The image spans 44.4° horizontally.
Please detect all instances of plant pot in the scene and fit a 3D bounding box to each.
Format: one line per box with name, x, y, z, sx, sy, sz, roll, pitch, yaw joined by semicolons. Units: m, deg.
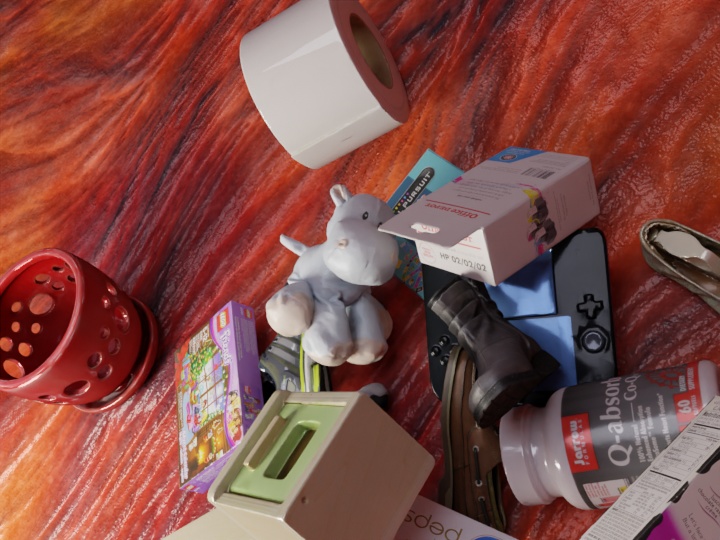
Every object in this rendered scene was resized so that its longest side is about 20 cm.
plant pot;-0.392;0.094;1.215;0.200;0.182;0.201;-15;59;27

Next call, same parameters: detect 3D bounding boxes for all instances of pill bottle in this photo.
pill bottle;0.239;0.157;0.813;0.199;0.116;0.116;-16;59;26

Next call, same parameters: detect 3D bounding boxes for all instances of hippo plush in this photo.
hippo plush;0.000;0.000;1.002;0.161;0.159;0.200;-50;18;30

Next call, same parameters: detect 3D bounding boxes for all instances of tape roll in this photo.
tape roll;-0.043;-0.252;1.149;0.139;0.203;0.203;-26;55;20

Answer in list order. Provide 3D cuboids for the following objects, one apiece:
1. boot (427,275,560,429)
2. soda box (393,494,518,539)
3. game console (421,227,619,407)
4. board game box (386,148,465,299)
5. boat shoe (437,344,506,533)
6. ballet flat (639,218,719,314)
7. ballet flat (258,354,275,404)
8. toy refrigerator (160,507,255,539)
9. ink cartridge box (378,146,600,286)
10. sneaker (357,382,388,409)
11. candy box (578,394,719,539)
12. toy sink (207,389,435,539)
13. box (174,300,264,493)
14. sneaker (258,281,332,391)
boot;0.108;0.069;0.824;0.070;0.200;0.132;-45;76;14
soda box;0.086;0.273;0.831;0.199;0.064;0.068;21;54;15
game console;0.163;0.053;0.920;0.199;0.031;0.178;-6;89;24
board game box;0.107;-0.035;1.040;0.151;0.047;0.200;-51;50;2
boat shoe;0.120;0.175;0.891;0.068;0.072;0.201;2;96;21
ballet flat;0.352;0.007;0.849;0.200;0.062;0.068;31;86;39
ballet flat;-0.097;0.183;1.058;0.066;0.057;0.200;-31;54;20
toy refrigerator;-0.182;0.342;1.028;0.200;0.070;0.076;-32;46;15
ink cartridge box;0.130;-0.051;0.891;0.200;0.068;0.115;-31;29;-27
sneaker;-0.014;0.224;0.976;0.114;0.076;0.200;41;67;12
candy box;0.266;0.213;0.680;0.200;0.137;0.061;-40;10;-12
toy sink;-0.053;0.192;0.818;0.200;0.112;0.131;-12;38;57
box;-0.179;0.157;1.105;0.137;0.039;0.200;-40;45;31
sneaker;-0.084;0.093;1.063;0.081;0.074;0.200;-13;47;4
